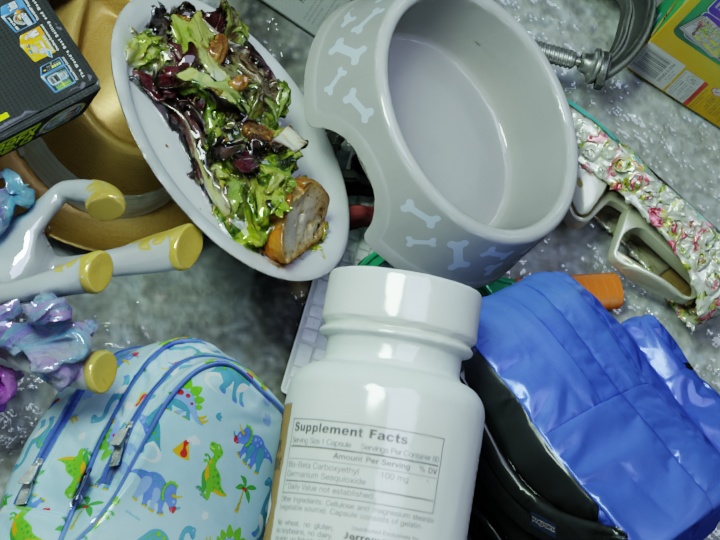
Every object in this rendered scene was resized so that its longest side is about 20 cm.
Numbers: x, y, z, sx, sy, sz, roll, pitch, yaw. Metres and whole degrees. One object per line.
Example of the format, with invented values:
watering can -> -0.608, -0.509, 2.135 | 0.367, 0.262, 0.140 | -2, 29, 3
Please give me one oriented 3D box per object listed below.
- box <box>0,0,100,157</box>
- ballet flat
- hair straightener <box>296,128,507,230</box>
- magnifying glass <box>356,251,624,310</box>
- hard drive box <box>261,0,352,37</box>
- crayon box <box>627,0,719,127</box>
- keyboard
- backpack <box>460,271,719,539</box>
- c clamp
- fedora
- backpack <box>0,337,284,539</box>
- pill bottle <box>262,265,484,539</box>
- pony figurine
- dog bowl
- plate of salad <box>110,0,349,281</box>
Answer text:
box -> -0.266, -0.143, 1.336 | 0.160, 0.044, 0.200 | -30, 84, -29
ballet flat -> 0.175, -0.038, 1.581 | 0.200, 0.076, 0.064 | 40, 67, 2
hair straightener -> 0.006, -0.065, 1.528 | 0.200, 0.041, 0.077 | -7, 72, -27
magnifying glass -> 0.081, 0.019, 1.542 | 0.200, 0.022, 0.080 | -4, 71, -25
hard drive box -> -0.065, -0.263, 1.539 | 0.200, 0.156, 0.077 | 34, 59, -5
crayon box -> 0.277, -0.169, 1.603 | 0.119, 0.200, 0.058 | 32, 61, -5
keyboard -> 0.000, 0.000, 1.530 | 0.056, 0.011, 0.200 | 22, 61, -11
backpack -> 0.127, 0.104, 1.452 | 0.168, 0.163, 0.200 | -29, 68, -34
c clamp -> 0.103, -0.172, 1.626 | 0.200, 0.027, 0.171 | 11, 53, -3
fedora -> -0.152, -0.111, 1.478 | 0.200, 0.082, 0.201 | 9, 64, -18
backpack -> -0.124, 0.134, 1.352 | 0.163, 0.154, 0.200 | 45, 38, -30
pill bottle -> 0.010, 0.104, 1.342 | 0.114, 0.114, 0.200 | 12, 80, -16
pony figurine -> -0.215, 0.021, 1.347 | 0.193, 0.200, 0.167 | -59, 136, -35
dog bowl -> 0.057, -0.091, 1.493 | 0.200, 0.059, 0.200 | 22, 56, -37
plate of salad -> -0.068, -0.086, 1.417 | 0.200, 0.048, 0.200 | 36, 36, -31
